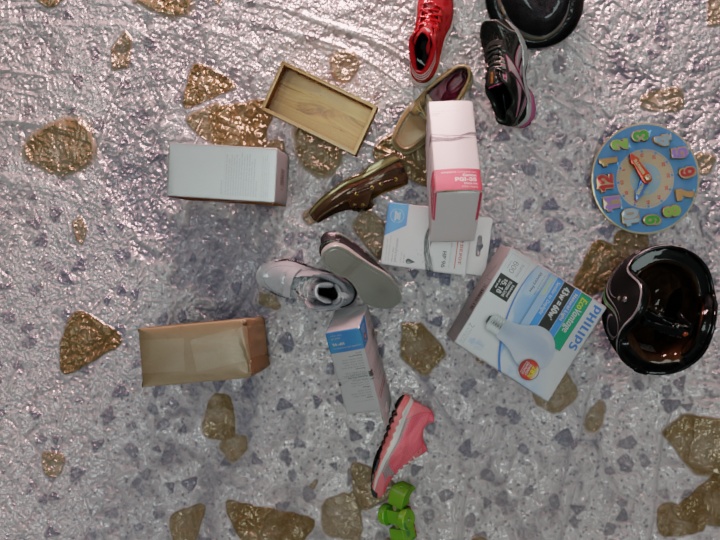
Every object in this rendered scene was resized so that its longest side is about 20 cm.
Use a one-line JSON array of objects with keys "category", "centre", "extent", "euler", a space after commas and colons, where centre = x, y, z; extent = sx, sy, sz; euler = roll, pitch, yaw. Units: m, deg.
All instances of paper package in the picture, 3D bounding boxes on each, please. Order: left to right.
[{"category": "paper package", "centre": [-0.278, 0.144, 1.327], "extent": [0.197, 0.191, 0.105], "euler": [-6, 87, 4]}]

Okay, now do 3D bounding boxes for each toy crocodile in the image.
[{"category": "toy crocodile", "centre": [0.081, 0.501, 1.380], "extent": [0.067, 0.061, 0.203], "euler": [-4, 95, 44]}]

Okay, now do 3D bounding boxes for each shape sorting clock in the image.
[{"category": "shape sorting clock", "centre": [0.519, -0.167, 1.332], "extent": [0.197, 0.039, 0.203], "euler": [0, 92, 5]}]

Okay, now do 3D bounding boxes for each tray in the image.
[{"category": "tray", "centre": [-0.076, -0.303, 1.375], "extent": [0.198, 0.037, 0.100], "euler": [26, 94, 4]}]

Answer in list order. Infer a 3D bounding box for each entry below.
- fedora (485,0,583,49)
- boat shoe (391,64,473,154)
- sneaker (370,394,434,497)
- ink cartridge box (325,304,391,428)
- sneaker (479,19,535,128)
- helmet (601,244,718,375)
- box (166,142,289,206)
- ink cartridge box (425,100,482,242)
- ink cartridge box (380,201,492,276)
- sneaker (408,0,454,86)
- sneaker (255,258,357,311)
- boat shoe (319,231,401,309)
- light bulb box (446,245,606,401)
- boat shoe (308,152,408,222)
[{"category": "fedora", "centre": [0.316, -0.505, 1.308], "extent": [0.198, 0.092, 0.204], "euler": [0, 92, 4]}, {"category": "boat shoe", "centre": [0.130, -0.301, 1.343], "extent": [0.074, 0.066, 0.201], "euler": [39, 94, 2]}, {"category": "sneaker", "centre": [0.078, 0.339, 1.366], "extent": [0.086, 0.074, 0.202], "euler": [21, 93, 2]}, {"category": "ink cartridge box", "centre": [-0.001, 0.179, 1.330], "extent": [0.066, 0.116, 0.202], "euler": [-11, 105, 11]}, {"category": "sneaker", "centre": [0.255, -0.353, 1.308], "extent": [0.080, 0.086, 0.202], "euler": [-19, 90, 43]}, {"category": "helmet", "centre": [0.512, 0.060, 1.265], "extent": [0.197, 0.192, 0.202], "euler": [8, 131, 10]}, {"category": "box", "centre": [-0.240, -0.175, 1.347], "extent": [0.197, 0.124, 0.099], "euler": [4, 93, 5]}, {"category": "ink cartridge box", "centre": [0.157, -0.172, 1.265], "extent": [0.082, 0.147, 0.202], "euler": [-1, 58, 2]}, {"category": "ink cartridge box", "centre": [0.142, -0.056, 1.350], "extent": [0.197, 0.068, 0.118], "euler": [7, 93, 4]}, {"category": "sneaker", "centre": [0.130, -0.442, 1.314], "extent": [0.077, 0.116, 0.203], "euler": [5, 92, 4]}, {"category": "sneaker", "centre": [-0.104, 0.025, 1.348], "extent": [0.197, 0.115, 0.076], "euler": [13, 92, 4]}, {"category": "boat shoe", "centre": [0.000, 0.000, 1.332], "extent": [0.199, 0.061, 0.074], "euler": [35, 116, -32]}, {"category": "light bulb box", "centre": [0.292, 0.091, 1.310], "extent": [0.199, 0.125, 0.200], "euler": [31, 94, -1]}, {"category": "boat shoe", "centre": [-0.002, -0.141, 1.356], "extent": [0.199, 0.072, 0.068], "euler": [-31, 87, 2]}]
